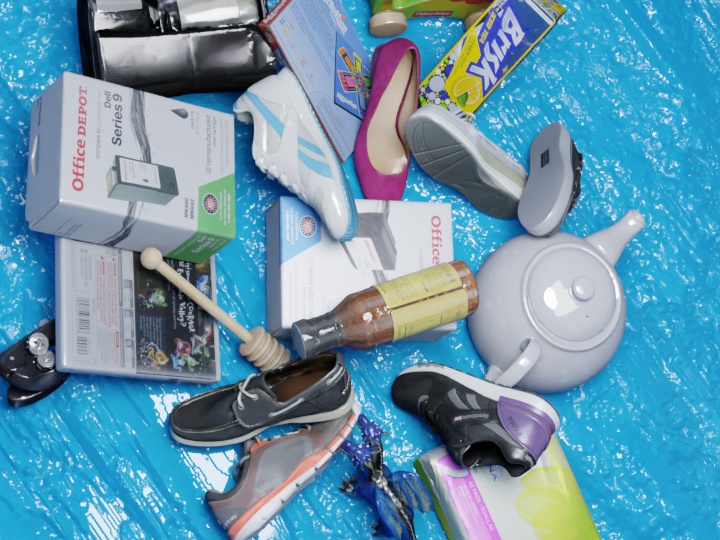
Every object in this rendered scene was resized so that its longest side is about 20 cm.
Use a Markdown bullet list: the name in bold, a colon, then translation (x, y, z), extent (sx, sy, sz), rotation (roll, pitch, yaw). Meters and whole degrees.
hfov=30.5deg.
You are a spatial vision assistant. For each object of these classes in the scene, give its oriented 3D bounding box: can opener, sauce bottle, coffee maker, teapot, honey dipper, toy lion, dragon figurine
- **can opener**: translation (-0.291, 0.063, 1.372), extent (0.200, 0.079, 0.064), rotation (-39, 89, -31)
- **sauce bottle**: translation (0.025, 0.043, 1.379), extent (0.198, 0.066, 0.067), rotation (-15, 80, -17)
- **coffee maker**: translation (-0.198, -0.228, 1.438), extent (0.198, 0.135, 0.194), rotation (-11, 80, -17)
- **teapot**: translation (0.218, 0.041, 1.478), extent (0.195, 0.146, 0.202), rotation (0, 77, -15)
- **honey dipper**: translation (-0.154, 0.040, 1.394), extent (0.200, 0.038, 0.038), rotation (43, 67, -25)
- **toy lion**: translation (0.119, -0.337, 1.524), extent (0.198, 0.192, 0.069), rotation (-4, 77, -16)
- **dragon figurine**: translation (0.037, 0.245, 1.396), extent (0.059, 0.099, 0.201), rotation (-36, 93, -21)

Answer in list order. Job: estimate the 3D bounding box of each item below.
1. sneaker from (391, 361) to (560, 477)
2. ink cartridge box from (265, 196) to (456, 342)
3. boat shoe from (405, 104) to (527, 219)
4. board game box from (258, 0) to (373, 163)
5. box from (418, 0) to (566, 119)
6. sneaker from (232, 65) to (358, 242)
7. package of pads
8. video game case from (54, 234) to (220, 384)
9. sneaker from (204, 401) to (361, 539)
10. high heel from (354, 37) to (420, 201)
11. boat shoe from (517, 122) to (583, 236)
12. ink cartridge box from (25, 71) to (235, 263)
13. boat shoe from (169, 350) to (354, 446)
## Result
- **sneaker**: translation (0.104, 0.160, 1.398), extent (0.088, 0.198, 0.076), rotation (-55, 138, -30)
- **ink cartridge box**: translation (0.000, 0.000, 1.457), extent (0.198, 0.084, 0.147), rotation (2, 79, -16)
- **boat shoe**: translation (0.125, -0.132, 1.510), extent (0.201, 0.074, 0.065), rotation (34, 54, -35)
- **board game box**: translation (-0.036, -0.228, 1.474), extent (0.103, 0.019, 0.201), rotation (-51, 134, -24)
- **box**: translation (0.140, -0.242, 1.505), extent (0.070, 0.200, 0.064), rotation (43, 30, 0)
- **sneaker**: translation (-0.064, -0.112, 1.397), extent (0.080, 0.077, 0.201), rotation (-28, 73, 1)
- **package of pads**: translation (0.170, 0.264, 1.446), extent (0.153, 0.068, 0.202), rotation (-23, 83, -19)
- **video game case**: translation (-0.233, 0.014, 1.384), extent (0.180, 0.023, 0.202), rotation (9, 67, -35)
- **sneaker**: translation (-0.082, 0.194, 1.393), extent (0.082, 0.077, 0.200), rotation (44, 66, 9)
- **high heel**: translation (0.035, -0.158, 1.480), extent (0.067, 0.096, 0.202), rotation (-5, 99, -16)
- **boat shoe**: translation (0.228, -0.099, 1.522), extent (0.057, 0.068, 0.201), rotation (43, 35, -20)
- **ink cartridge box**: translation (-0.233, -0.102, 1.360), extent (0.198, 0.084, 0.148), rotation (11, 66, -34)
- **boat shoe**: translation (-0.107, 0.130, 1.385), extent (0.198, 0.068, 0.072), rotation (-13, 49, -1)
